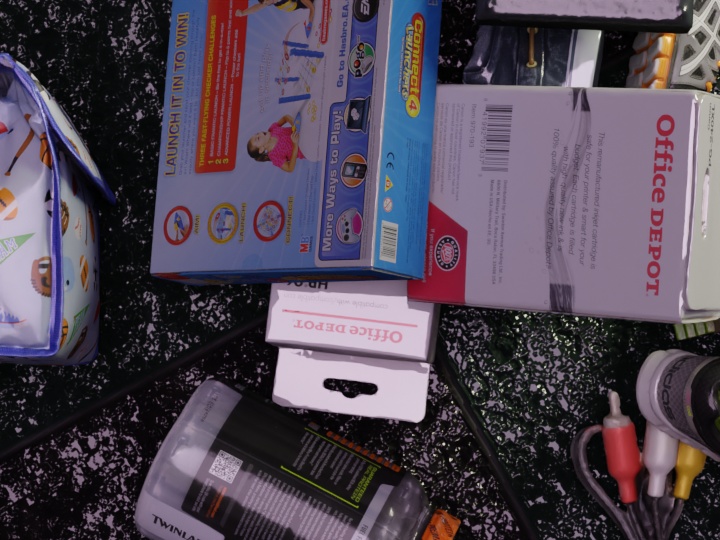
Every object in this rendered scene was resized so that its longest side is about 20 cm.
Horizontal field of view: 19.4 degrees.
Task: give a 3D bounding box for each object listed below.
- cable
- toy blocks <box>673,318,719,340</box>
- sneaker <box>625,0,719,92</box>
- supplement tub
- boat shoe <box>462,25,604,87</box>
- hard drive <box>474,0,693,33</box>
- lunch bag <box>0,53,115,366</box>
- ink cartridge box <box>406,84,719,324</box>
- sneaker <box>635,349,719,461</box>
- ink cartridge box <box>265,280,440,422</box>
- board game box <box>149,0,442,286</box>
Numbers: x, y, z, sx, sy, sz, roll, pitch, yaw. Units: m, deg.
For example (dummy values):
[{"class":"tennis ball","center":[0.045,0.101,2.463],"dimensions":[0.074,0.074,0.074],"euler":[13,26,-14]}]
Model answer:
[{"class":"cable","center":[0.197,0.177,1.444],"dimensions":[0.097,0.050,0.200],"euler":[-2,83,-5]},{"class":"toy blocks","center":[0.311,-0.001,1.411],"dimensions":[0.200,0.137,0.100],"euler":[-12,84,2]},{"class":"sneaker","center":[0.235,-0.169,1.463],"dimensions":[0.077,0.078,0.200],"euler":[12,90,-9]},{"class":"supplement tub","center":[-0.041,0.166,1.426],"dimensions":[0.200,0.123,0.123],"euler":[27,87,6]},{"class":"boat shoe","center":[0.113,-0.085,1.470],"dimensions":[0.091,0.071,0.201],"euler":[7,82,11]},{"class":"hard drive","center":[0.148,-0.255,1.362],"dimensions":[0.139,0.033,0.200],"euler":[3,86,1]},{"class":"lunch bag","center":[-0.232,-0.037,1.430],"dimensions":[0.124,0.170,0.200],"euler":[0,85,0]},{"class":"ink cartridge box","center":[0.138,-0.045,1.368],"dimensions":[0.200,0.083,0.146],"euler":[5,92,30]},{"class":"sneaker","center":[0.282,0.112,1.408],"dimensions":[0.200,0.087,0.074],"euler":[28,81,-18]},{"class":"ink cartridge box","center":[0.000,0.000,1.464],"dimensions":[0.116,0.068,0.200],"euler":[6,86,6]},{"class":"board game box","center":[-0.045,-0.092,1.405],"dimensions":[0.196,0.056,0.200],"euler":[-1,81,39]}]
